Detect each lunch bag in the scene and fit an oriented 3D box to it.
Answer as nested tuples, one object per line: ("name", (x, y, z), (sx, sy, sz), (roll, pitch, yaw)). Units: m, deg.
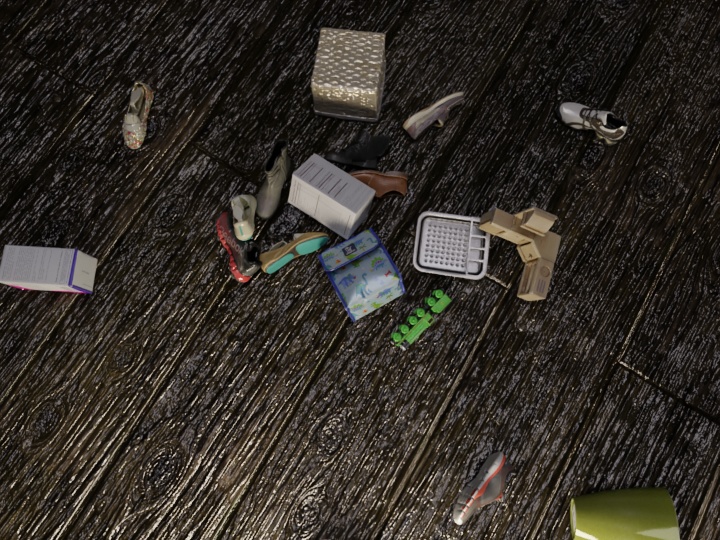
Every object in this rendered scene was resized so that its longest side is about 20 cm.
("lunch bag", (0.000, 0.000, 1.337), (0.169, 0.128, 0.201), (-27, 62, -3))

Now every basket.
("basket", (-0.033, -0.552, 1.437), (0.198, 0.161, 0.200), (8, 78, 4))

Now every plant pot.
("plant pot", (0.598, 0.589, 1.179), (0.198, 0.187, 0.189), (1, 77, 16))

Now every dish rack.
("dish rack", (0.245, -0.066, 1.384), (0.198, 0.044, 0.173), (8, 78, 2))

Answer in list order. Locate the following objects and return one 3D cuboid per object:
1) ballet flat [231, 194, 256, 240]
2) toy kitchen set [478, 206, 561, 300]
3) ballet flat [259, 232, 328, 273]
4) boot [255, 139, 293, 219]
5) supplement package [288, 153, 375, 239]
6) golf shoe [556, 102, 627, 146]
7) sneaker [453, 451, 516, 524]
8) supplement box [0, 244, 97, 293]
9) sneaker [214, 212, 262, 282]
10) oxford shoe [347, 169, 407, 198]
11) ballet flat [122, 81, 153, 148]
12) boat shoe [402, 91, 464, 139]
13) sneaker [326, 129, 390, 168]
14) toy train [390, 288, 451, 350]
("ballet flat", (-0.312, -0.160, 1.348), (0.069, 0.070, 0.201), (-16, 41, -3))
("toy kitchen set", (0.410, -0.047, 1.292), (0.199, 0.163, 0.182), (21, 78, -11))
("ballet flat", (-0.184, -0.065, 1.378), (0.199, 0.069, 0.063), (-28, 65, -7))
("boot", (-0.246, -0.249, 1.384), (0.067, 0.131, 0.201), (19, 78, 5))
("supplement package", (-0.079, -0.199, 1.365), (0.199, 0.114, 0.110), (33, 54, 7))
("golf shoe", (0.657, -0.435, 1.437), (0.199, 0.095, 0.078), (26, 80, 8))
("sneaker", (0.307, 0.541, 1.232), (0.082, 0.077, 0.200), (41, 81, 2))
("supplement box", (-0.825, -0.002, 1.350), (0.198, 0.101, 0.104), (3, 77, 1))
("sneaker", (-0.322, -0.074, 1.365), (0.097, 0.071, 0.202), (-28, 79, 24))
("oxford shoe", (0.033, -0.236, 1.412), (0.198, 0.071, 0.072), (2, 82, 0))
("ballet flat", (-0.650, -0.454, 1.469), (0.075, 0.064, 0.202), (5, 78, 1))
("boat shoe", (0.217, -0.441, 1.458), (0.199, 0.072, 0.065), (-31, 91, -9))
("sneaker", (-0.005, -0.340, 1.406), (0.199, 0.060, 0.105), (1, 101, -38))
("toy train", (0.160, 0.130, 1.344), (0.056, 0.042, 0.200), (45, 81, -1))
